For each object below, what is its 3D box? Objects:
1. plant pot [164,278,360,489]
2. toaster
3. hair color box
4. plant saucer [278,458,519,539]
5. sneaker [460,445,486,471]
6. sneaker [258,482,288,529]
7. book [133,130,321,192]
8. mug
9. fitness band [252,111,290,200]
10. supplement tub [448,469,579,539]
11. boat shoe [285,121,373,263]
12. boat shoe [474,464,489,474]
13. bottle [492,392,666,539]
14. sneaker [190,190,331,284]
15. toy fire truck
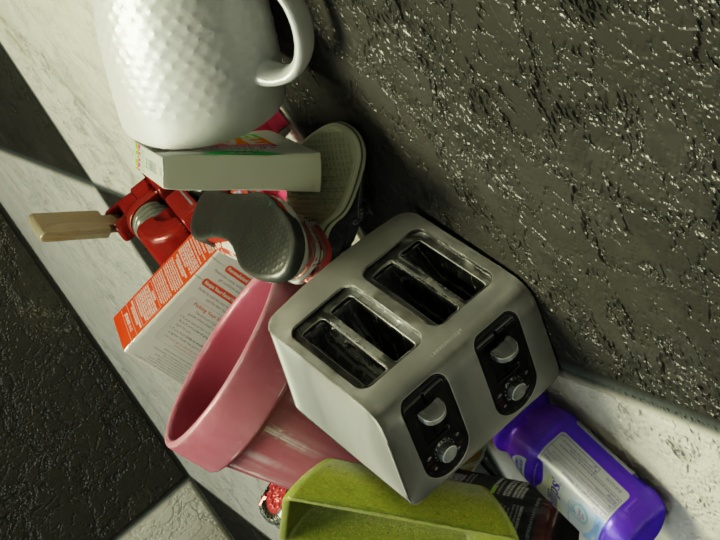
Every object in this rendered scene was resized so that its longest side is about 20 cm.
[{"bbox_3d":[-0.060,0.124,1.468,0.178,0.201,0.200,32,167,-12],"label":"plant pot"},{"bbox_3d":[0.039,0.065,1.307,0.200,0.180,0.119,35,155,40],"label":"toaster"},{"bbox_3d":[-0.143,0.020,1.578,0.111,0.200,0.064,36,-165,-38],"label":"hair color box"},{"bbox_3d":[0.031,0.214,1.359,0.197,0.048,0.200,10,160,0],"label":"plant saucer"},{"bbox_3d":[0.072,0.132,1.559,0.088,0.075,0.201,44,154,45],"label":"sneaker"},{"bbox_3d":[-0.037,0.221,1.599,0.095,0.080,0.200,37,-160,0],"label":"sneaker"},{"bbox_3d":[-0.121,-0.091,1.347,0.200,0.132,0.049,-151,61,-72],"label":"book"},{"bbox_3d":[-0.125,-0.208,1.261,0.198,0.148,0.177,13,132,29],"label":"mug"},{"bbox_3d":[-0.121,-0.151,1.533,0.201,0.037,0.144,52,166,4],"label":"fitness band"},{"bbox_3d":[0.105,0.248,1.501,0.198,0.108,0.107,8,143,25],"label":"supplement tub"},{"bbox_3d":[-0.025,-0.069,1.404,0.075,0.062,0.201,50,149,21],"label":"boat shoe"},{"bbox_3d":[0.074,0.221,1.683,0.200,0.091,0.071,45,162,21],"label":"boat shoe"},{"bbox_3d":[0.174,0.163,1.341,0.200,0.065,0.084,44,163,25],"label":"bottle"},{"bbox_3d":[-0.061,-0.022,1.323,0.107,0.068,0.201,19,-179,-30],"label":"sneaker"},{"bbox_3d":[-0.229,-0.055,1.649,0.129,0.199,0.176,56,174,-37],"label":"toy fire truck"}]
